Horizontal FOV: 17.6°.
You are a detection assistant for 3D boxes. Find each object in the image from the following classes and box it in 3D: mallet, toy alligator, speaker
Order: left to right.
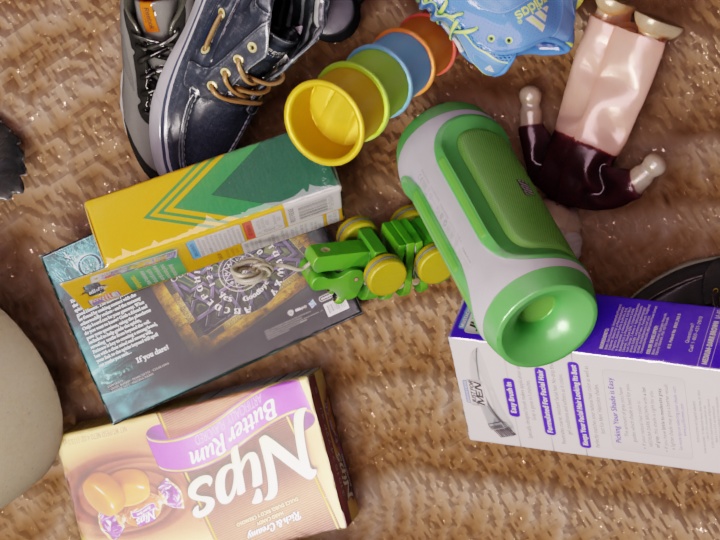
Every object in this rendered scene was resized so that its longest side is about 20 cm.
[{"bbox_3d":[0.000,0.000,1.655,0.199,0.059,0.054,-13,131,-20],"label":"toy alligator"},{"bbox_3d":[0.043,-0.225,1.638,0.200,0.066,0.041,-33,89,11],"label":"mallet"},{"bbox_3d":[0.090,-0.028,1.590,0.088,0.200,0.089,-13,135,-13],"label":"speaker"}]

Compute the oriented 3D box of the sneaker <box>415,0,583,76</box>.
[{"bbox_3d":[0.069,-0.191,1.581,0.199,0.076,0.106,5,76,-20],"label":"sneaker"}]

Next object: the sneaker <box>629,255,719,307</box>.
[{"bbox_3d":[0.265,0.026,1.611,0.199,0.106,0.075,-18,94,11],"label":"sneaker"}]

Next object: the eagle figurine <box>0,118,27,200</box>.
[{"bbox_3d":[-0.368,-0.076,1.710,0.200,0.151,0.152,32,147,-25],"label":"eagle figurine"}]

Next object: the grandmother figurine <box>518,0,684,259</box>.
[{"bbox_3d":[0.162,-0.089,1.642,0.121,0.060,0.201,33,107,36],"label":"grandmother figurine"}]

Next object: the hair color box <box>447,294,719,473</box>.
[{"bbox_3d":[0.169,0.074,1.612,0.199,0.065,0.110,5,136,19],"label":"hair color box"}]

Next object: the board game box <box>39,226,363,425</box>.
[{"bbox_3d":[-0.115,0.010,1.686,0.199,0.028,0.136,-24,88,-2],"label":"board game box"}]

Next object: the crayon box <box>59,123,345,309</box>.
[{"bbox_3d":[-0.113,-0.036,1.608,0.199,0.126,0.052,-20,82,-3],"label":"crayon box"}]

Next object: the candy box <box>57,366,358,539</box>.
[{"bbox_3d":[-0.112,0.151,1.714,0.199,0.056,0.117,-13,94,12],"label":"candy box"}]

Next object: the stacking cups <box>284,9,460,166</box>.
[{"bbox_3d":[0.023,-0.131,1.586,0.060,0.200,0.061,13,117,26],"label":"stacking cups"}]

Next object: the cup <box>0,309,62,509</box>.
[{"bbox_3d":[-0.335,0.118,1.663,0.199,0.143,0.201,14,126,20],"label":"cup"}]

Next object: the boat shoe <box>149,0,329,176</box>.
[{"bbox_3d":[-0.084,-0.141,1.615,0.071,0.091,0.201,9,103,-37],"label":"boat shoe"}]

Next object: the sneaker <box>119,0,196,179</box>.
[{"bbox_3d":[-0.144,-0.157,1.671,0.074,0.079,0.201,-2,98,8],"label":"sneaker"}]
